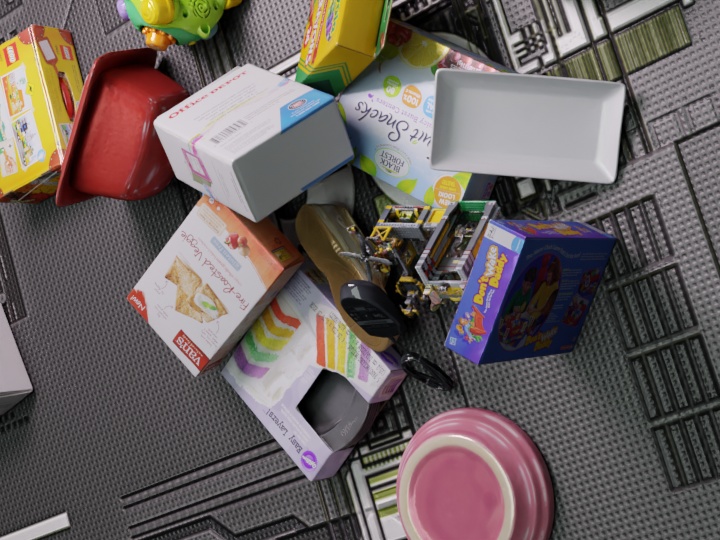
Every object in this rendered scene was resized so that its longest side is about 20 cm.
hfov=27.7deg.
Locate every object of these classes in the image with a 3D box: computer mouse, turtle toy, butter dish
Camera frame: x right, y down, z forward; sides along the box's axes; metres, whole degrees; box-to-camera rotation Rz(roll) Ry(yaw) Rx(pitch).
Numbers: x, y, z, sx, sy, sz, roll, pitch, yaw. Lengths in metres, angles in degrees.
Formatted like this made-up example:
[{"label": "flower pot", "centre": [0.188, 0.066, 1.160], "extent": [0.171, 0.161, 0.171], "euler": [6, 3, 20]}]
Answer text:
[{"label": "computer mouse", "centre": [0.044, 0.069, 1.598], "extent": [0.058, 0.200, 0.034], "euler": [-4, 52, 39]}, {"label": "turtle toy", "centre": [-0.249, -0.347, 1.817], "extent": [0.200, 0.145, 0.102], "euler": [48, 137, 25]}, {"label": "butter dish", "centre": [-0.268, -0.163, 1.818], "extent": [0.147, 0.199, 0.202], "euler": [22, 106, 9]}]

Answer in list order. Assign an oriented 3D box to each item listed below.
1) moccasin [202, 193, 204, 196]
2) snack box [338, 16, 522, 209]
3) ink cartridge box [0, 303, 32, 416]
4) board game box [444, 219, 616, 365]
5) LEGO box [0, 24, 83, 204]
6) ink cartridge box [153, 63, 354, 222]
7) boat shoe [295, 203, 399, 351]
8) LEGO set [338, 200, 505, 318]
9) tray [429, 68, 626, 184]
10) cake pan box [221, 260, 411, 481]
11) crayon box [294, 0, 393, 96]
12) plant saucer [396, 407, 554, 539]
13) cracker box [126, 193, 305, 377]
[{"label": "moccasin", "centre": [-0.157, -0.112, 1.774], "extent": [0.068, 0.080, 0.202], "euler": [-28, 75, 55]}, {"label": "snack box", "centre": [0.073, -0.172, 1.625], "extent": [0.199, 0.067, 0.170], "euler": [31, 108, 32]}, {"label": "ink cartridge box", "centre": [-0.574, 0.155, 2.080], "extent": [0.199, 0.084, 0.146], "euler": [-34, 72, 32]}, {"label": "board game box", "centre": [0.175, 0.020, 1.478], "extent": [0.045, 0.199, 0.136], "euler": [28, 106, 31]}, {"label": "LEGO box", "centre": [-0.447, -0.209, 1.984], "extent": [0.148, 0.077, 0.202], "euler": [-21, 79, 33]}, {"label": "ink cartridge box", "centre": [-0.123, -0.149, 1.650], "extent": [0.200, 0.144, 0.085], "euler": [30, 148, 51]}, {"label": "boat shoe", "centre": [0.000, 0.000, 1.680], "extent": [0.201, 0.069, 0.074], "euler": [60, 141, 21]}, {"label": "LEGO set", "centre": [0.084, 0.009, 1.561], "extent": [0.198, 0.116, 0.154], "euler": [9, 141, 29]}, {"label": "tray", "centre": [0.174, -0.152, 1.530], "extent": [0.198, 0.022, 0.109], "euler": [5, 103, 4]}, {"label": "cake pan box", "centre": [-0.054, 0.122, 1.734], "extent": [0.200, 0.052, 0.185], "euler": [48, 118, 25]}, {"label": "crayon box", "centre": [-0.015, -0.277, 1.609], "extent": [0.200, 0.050, 0.128], "euler": [149, 135, -67]}, {"label": "plant saucer", "centre": [0.117, 0.255, 1.616], "extent": [0.199, 0.051, 0.203], "euler": [0, 91, 35]}, {"label": "cracker box", "centre": [-0.175, 0.011, 1.738], "extent": [0.134, 0.058, 0.200], "euler": [46, 120, 10]}]
